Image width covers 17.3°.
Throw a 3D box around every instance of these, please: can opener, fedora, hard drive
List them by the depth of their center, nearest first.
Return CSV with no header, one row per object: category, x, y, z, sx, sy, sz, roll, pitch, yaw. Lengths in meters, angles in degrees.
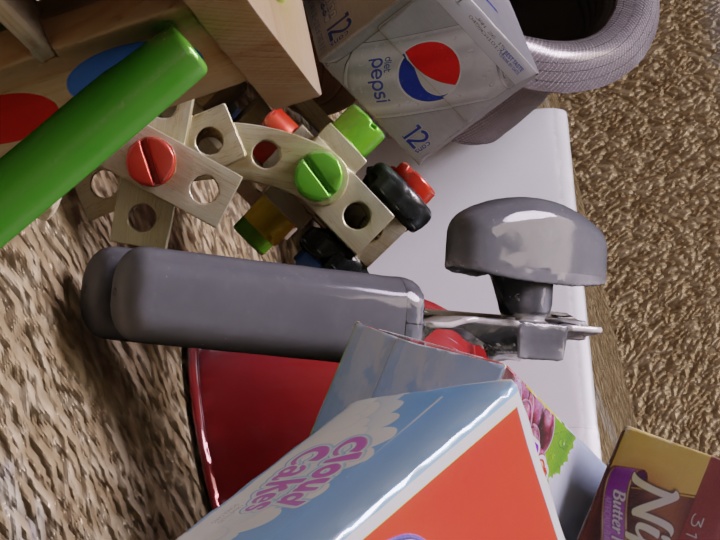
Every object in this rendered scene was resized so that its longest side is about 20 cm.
can opener,0.000,0.000,0.846,0.053,0.199,0.067,2,-95,61
hard drive,0.044,0.013,1.160,0.026,0.131,0.201,83,3,-59
fedora,0.053,-0.132,1.170,0.200,0.176,0.091,-75,-168,-52

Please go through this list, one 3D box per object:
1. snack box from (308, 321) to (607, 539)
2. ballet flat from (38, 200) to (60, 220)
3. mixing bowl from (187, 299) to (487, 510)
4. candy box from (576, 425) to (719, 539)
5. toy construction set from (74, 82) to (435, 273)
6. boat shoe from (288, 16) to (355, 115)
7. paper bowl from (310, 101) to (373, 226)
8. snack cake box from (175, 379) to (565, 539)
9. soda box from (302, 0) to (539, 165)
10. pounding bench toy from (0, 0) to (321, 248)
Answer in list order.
snack box,0.031,0.134,0.843,0.200,0.067,0.169,43,66,-59
ballet flat,-0.110,-0.119,0.771,0.067,0.062,0.201,25,50,-77
mixing bowl,0.012,0.087,0.996,0.200,0.108,0.201,-16,90,-80
candy box,0.123,0.146,0.885,0.117,0.056,0.200,-65,154,-13
toy construction set,-0.040,-0.048,0.915,0.131,0.092,0.200,46,13,-3
boat shoe,-0.043,-0.180,1.225,0.069,0.073,0.201,-67,140,-66
paper bowl,0.037,-0.019,1.319,0.201,0.104,0.202,-16,90,-80
snack cake box,-0.014,0.124,0.650,0.200,0.067,0.116,-34,109,-49
soda box,0.013,-0.134,0.988,0.068,0.063,0.200,44,18,-32
pounding bench toy,-0.085,-0.065,0.547,0.124,0.155,0.201,49,27,-68
